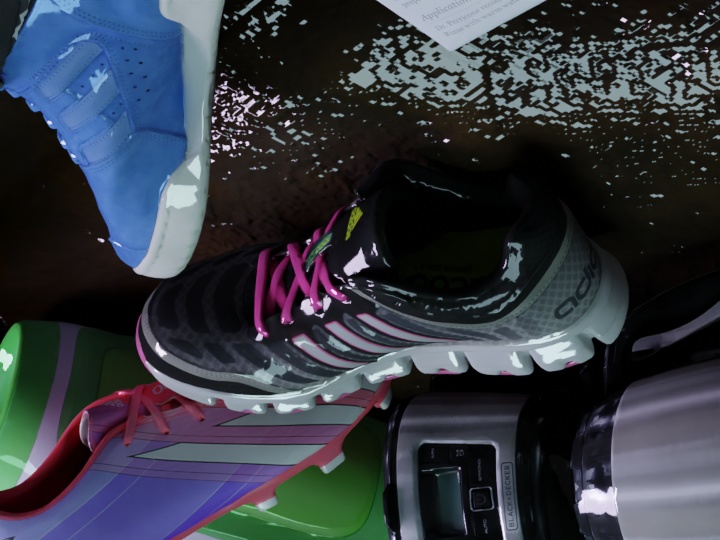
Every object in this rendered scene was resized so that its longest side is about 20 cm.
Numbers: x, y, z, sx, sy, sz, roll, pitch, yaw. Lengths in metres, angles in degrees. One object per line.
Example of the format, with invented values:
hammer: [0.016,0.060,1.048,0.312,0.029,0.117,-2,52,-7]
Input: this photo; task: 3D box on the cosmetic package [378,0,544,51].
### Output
cosmetic package: [-0.001,-0.162,0.895,0.113,0.082,0.200,-24,134,40]

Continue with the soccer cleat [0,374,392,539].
soccer cleat: [-0.070,0.067,1.204,0.077,0.200,0.067,59,167,-20]

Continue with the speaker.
speaker: [-0.066,0.086,1.285,0.199,0.089,0.088,19,146,-15]

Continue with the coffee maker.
coffee maker: [0.133,0.096,1.208,0.199,0.135,0.192,-8,149,28]

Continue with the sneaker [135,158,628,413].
sneaker: [0.000,0.000,1.155,0.199,0.074,0.088,-6,142,17]

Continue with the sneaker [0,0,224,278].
sneaker: [-0.105,-0.075,1.051,0.110,0.077,0.200,4,143,-4]
